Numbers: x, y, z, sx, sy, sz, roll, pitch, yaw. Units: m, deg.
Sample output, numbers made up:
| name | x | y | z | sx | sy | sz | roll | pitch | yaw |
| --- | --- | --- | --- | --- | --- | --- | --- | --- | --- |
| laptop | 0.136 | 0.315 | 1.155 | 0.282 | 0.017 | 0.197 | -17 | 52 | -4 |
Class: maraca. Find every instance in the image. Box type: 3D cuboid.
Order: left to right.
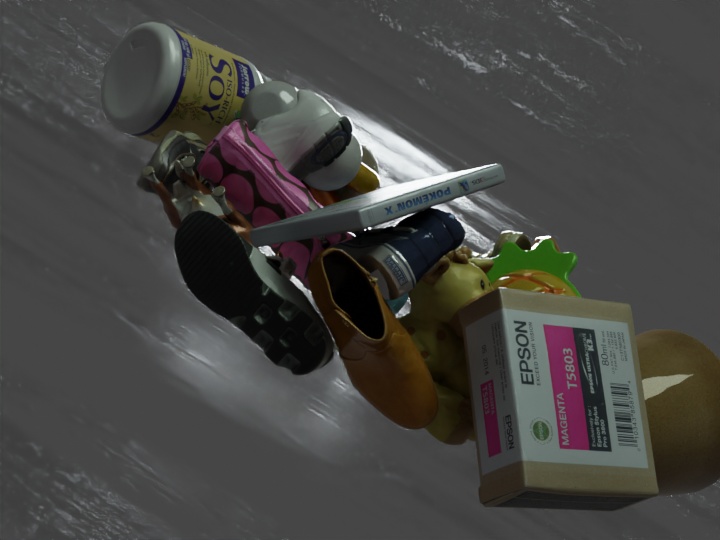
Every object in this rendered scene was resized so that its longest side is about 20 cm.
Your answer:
| name | x | y | z | sx | sy | sz | roll | pitch | yaw |
| --- | --- | --- | --- | --- | --- | --- | --- | --- | --- |
| maraca | 0.187 | 0.047 | 1.569 | 0.137 | 0.107 | 0.200 | -2 | 53 | 11 |

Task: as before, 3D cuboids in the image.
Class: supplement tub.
| name | x | y | z | sx | sy | sz | roll | pitch | yaw |
| --- | --- | --- | --- | --- | --- | --- | --- | --- | --- |
| supplement tub | -0.216 | -0.223 | 1.807 | 0.200 | 0.145 | 0.145 | 16 | 21 | -44 |

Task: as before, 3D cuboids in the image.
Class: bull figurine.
| name | x | y | z | sx | sy | sz | roll | pitch | yaw |
| --- | --- | --- | --- | --- | --- | --- | --- | --- | --- |
| bull figurine | -0.152 | -0.047 | 1.484 | 0.200 | 0.065 | 0.121 | 34 | -20 | 38 |

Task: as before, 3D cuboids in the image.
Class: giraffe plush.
| name | x | y | z | sx | sy | sz | roll | pitch | yaw |
| --- | --- | --- | --- | --- | --- | --- | --- | --- | --- |
| giraffe plush | 0.089 | 0.061 | 1.451 | 0.200 | 0.162 | 0.173 | 31 | 15 | -3 |

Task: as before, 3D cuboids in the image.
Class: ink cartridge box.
| name | x | y | z | sx | sy | sz | roll | pitch | yaw |
| --- | --- | --- | --- | --- | --- | --- | --- | --- | --- |
| ink cartridge box | 0.191 | 0.126 | 1.352 | 0.165 | 0.075 | 0.200 | 7 | 67 | -29 |

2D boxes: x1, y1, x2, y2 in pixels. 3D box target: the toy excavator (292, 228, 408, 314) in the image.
| name | x | y | z | sx | sy | sz | roll | pitch | yaw |
| --- | --- | --- | --- | --- | --- | --- | --- | --- | --- |
| toy excavator | 0.000 | 0.000 | 1.658 | 0.194 | 0.100 | 0.200 | 40 | 3 | 33 |

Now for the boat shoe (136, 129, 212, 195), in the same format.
| name | x | y | z | sx | sy | sz | roll | pitch | yaw |
| --- | --- | --- | --- | --- | --- | --- | --- | --- | --- |
| boat shoe | -0.201 | -0.119 | 1.639 | 0.073 | 0.075 | 0.200 | 31 | 16 | 1 |

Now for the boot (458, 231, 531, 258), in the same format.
| name | x | y | z | sx | sy | sz | roll | pitch | yaw |
| --- | --- | --- | --- | --- | --- | --- | --- | --- | --- |
| boot | 0.131 | -0.008 | 1.741 | 0.155 | 0.072 | 0.200 | 31 | -25 | 18 |

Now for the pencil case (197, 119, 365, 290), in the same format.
| name | x | y | z | sx | sy | sz | roll | pitch | yaw |
| --- | --- | --- | --- | --- | --- | --- | --- | --- | --- |
| pencil case | -0.092 | -0.077 | 1.528 | 0.200 | 0.091 | 0.094 | 44 | -4 | 11 |

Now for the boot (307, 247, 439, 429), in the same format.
| name | x | y | z | sx | sy | sz | roll | pitch | yaw |
| --- | --- | --- | --- | --- | --- | --- | --- | --- | --- |
| boot | 0.014 | 0.069 | 1.310 | 0.201 | 0.071 | 0.144 | 56 | -5 | -2 |

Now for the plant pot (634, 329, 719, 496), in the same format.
| name | x | y | z | sx | sy | sz | roll | pitch | yaw |
| --- | --- | --- | --- | --- | --- | --- | --- | --- | --- |
| plant pot | 0.275 | 0.166 | 1.509 | 0.200 | 0.187 | 0.186 | -6 | 37 | -42 |

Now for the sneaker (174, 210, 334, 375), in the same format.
| name | x | y | z | sx | sy | sz | roll | pitch | yaw |
| --- | --- | --- | --- | --- | --- | --- | --- | --- | --- |
| sneaker | -0.103 | 0.024 | 1.378 | 0.200 | 0.074 | 0.089 | 48 | 10 | 9 |

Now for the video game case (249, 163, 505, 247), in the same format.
| name | x | y | z | sx | sy | sz | roll | pitch | yaw |
| --- | --- | --- | --- | --- | --- | --- | --- | --- | --- |
| video game case | 0.014 | -0.063 | 1.391 | 0.182 | 0.022 | 0.200 | -20 | 7 | -34 |

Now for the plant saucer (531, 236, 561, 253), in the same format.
| name | x | y | z | sx | sy | sz | roll | pitch | yaw |
| --- | --- | --- | --- | --- | --- | --- | --- | --- | --- |
| plant saucer | 0.229 | 0.058 | 1.739 | 0.032 | 0.200 | 0.200 | -5 | 21 | -4 |

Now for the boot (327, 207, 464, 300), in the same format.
| name | x | y | z | sx | sy | sz | roll | pitch | yaw |
| --- | --- | --- | --- | --- | --- | --- | --- | --- | --- |
| boot | 0.033 | -0.015 | 1.389 | 0.073 | 0.090 | 0.200 | 58 | -16 | -12 |

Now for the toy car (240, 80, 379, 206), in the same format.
| name | x | y | z | sx | sy | sz | roll | pitch | yaw |
| --- | --- | --- | --- | --- | --- | --- | --- | --- | --- |
| toy car | -0.081 | -0.130 | 1.743 | 0.200 | 0.150 | 0.175 | 38 | 2 | 14 |

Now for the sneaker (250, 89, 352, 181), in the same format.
| name | x | y | z | sx | sy | sz | roll | pitch | yaw |
| --- | --- | --- | --- | --- | --- | --- | --- | --- | --- |
| sneaker | -0.104 | -0.127 | 1.629 | 0.087 | 0.200 | 0.075 | 49 | -2 | 24 |

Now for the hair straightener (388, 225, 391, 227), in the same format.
| name | x | y | z | sx | sy | sz | roll | pitch | yaw |
| --- | --- | --- | --- | --- | --- | --- | --- | --- | --- |
| hair straightener | 0.093 | 0.002 | 1.666 | 0.077 | 0.041 | 0.200 | 13 | 17 | -25 |
